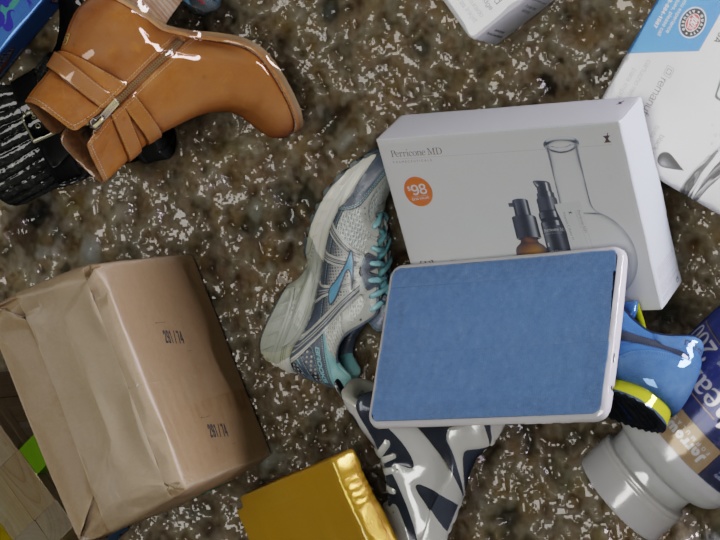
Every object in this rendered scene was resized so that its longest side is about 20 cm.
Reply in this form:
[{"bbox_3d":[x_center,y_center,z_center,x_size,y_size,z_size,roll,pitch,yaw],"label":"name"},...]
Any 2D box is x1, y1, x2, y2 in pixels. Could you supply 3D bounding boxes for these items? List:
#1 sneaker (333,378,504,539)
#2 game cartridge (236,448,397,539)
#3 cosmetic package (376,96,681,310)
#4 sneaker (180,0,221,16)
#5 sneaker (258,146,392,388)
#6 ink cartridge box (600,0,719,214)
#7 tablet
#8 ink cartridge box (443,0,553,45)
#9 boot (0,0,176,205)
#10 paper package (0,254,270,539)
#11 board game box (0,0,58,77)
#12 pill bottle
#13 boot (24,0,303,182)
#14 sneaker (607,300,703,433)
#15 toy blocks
[{"bbox_3d":[0.023,0.141,1.606,0.129,0.080,0.200,27,100,-3],"label":"sneaker"},{"bbox_3d":[-0.012,0.247,1.612,0.176,0.032,0.201,-28,85,57],"label":"game cartridge"},{"bbox_3d":[0.124,-0.045,1.545,0.199,0.052,0.151,-3,114,31],"label":"cosmetic package"},{"bbox_3d":[-0.114,-0.300,1.629,0.095,0.079,0.201,-2,93,13],"label":"sneaker"},{"bbox_3d":[0.000,0.000,1.620,0.086,0.078,0.201,29,111,18],"label":"sneaker"},{"bbox_3d":[0.287,-0.113,1.528,0.199,0.086,0.147,31,101,13],"label":"ink cartridge box"},{"bbox_3d":[0.098,0.051,1.517,0.199,0.014,0.131,-5,66,34],"label":"tablet"},{"bbox_3d":[0.129,-0.287,1.559,0.200,0.084,0.145,-37,83,14],"label":"ink cartridge box"},{"bbox_3d":[-0.249,-0.162,1.659,0.157,0.079,0.212,-11,104,16],"label":"boot"},{"bbox_3d":[-0.174,0.092,1.609,0.103,0.200,0.191,-22,87,15],"label":"paper package"},{"bbox_3d":[-0.355,-0.208,1.718,0.152,0.045,0.200,43,104,8],"label":"board game box"},{"bbox_3d":[0.261,0.103,1.536,0.200,0.111,0.111,-44,82,14],"label":"pill bottle"},{"bbox_3d":[-0.147,-0.126,1.591,0.077,0.200,0.156,7,58,53],"label":"boot"},{"bbox_3d":[0.162,0.055,1.527,0.200,0.066,0.079,17,68,41],"label":"sneaker"},{"bbox_3d":[-0.255,0.154,1.677,0.100,0.137,0.200,-43,75,16],"label":"toy blocks"}]
